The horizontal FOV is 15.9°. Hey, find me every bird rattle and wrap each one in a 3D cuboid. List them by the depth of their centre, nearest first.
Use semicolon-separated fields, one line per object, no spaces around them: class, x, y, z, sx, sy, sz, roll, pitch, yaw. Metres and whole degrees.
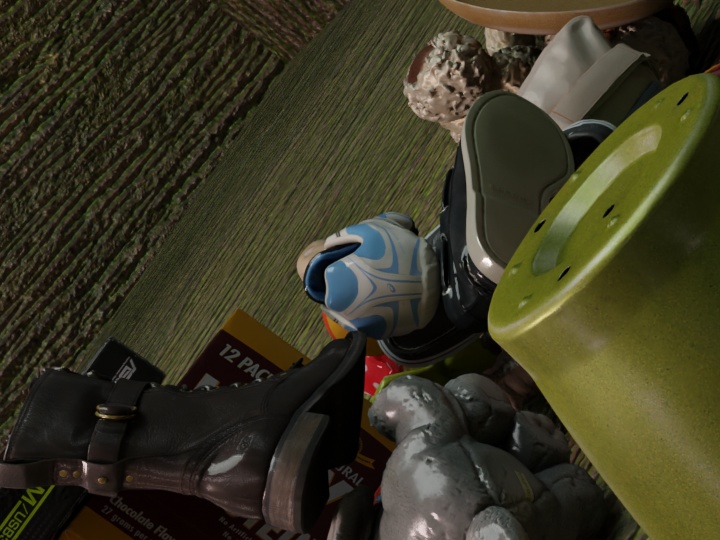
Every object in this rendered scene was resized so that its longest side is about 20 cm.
bird rattle;0.027;0.036;1.691;0.113;0.163;0.200;-44;15;0

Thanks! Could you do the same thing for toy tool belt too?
toy tool belt;0.140;-0.055;1.650;0.200;0.123;0.125;-61;2;-23

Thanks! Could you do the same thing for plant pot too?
plant pot;0.159;0.032;0.976;0.200;0.193;0.200;-48;9;11
plant pot;0.146;-0.210;1.851;0.200;0.028;0.200;-5;26;2

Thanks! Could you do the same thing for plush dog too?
plush dog;0.156;-0.132;1.857;0.172;0.161;0.200;-16;14;42

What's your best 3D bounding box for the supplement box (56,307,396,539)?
supplement box;-0.100;0.171;1.538;0.200;0.133;0.197;-54;-1;-42

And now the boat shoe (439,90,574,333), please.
boat shoe;0.078;-0.031;1.471;0.066;0.074;0.199;-57;18;32

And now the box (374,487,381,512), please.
box;0.000;0.198;1.536;0.200;0.039;0.137;-53;10;-17

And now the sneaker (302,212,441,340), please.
sneaker;0.000;0.000;1.508;0.200;0.072;0.072;-159;75;-83

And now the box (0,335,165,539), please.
box;-0.195;0.149;1.476;0.200;0.048;0.193;-55;-2;-23

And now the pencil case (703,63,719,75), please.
pencil case;0.170;-0.022;1.390;0.200;0.087;0.087;-57;3;43

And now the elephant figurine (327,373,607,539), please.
elephant figurine;0.027;0.164;1.343;0.155;0.142;0.200;4;-51;-53

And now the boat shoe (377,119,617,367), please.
boat shoe;0.082;-0.018;1.564;0.200;0.069;0.057;-45;-7;9

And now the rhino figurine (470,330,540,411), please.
rhino figurine;0.107;0.043;1.511;0.200;0.060;0.087;-44;5;-31

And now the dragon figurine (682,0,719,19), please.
dragon figurine;0.263;-0.234;1.738;0.200;0.059;0.099;103;-167;-50

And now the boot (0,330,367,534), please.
boot;-0.092;0.073;1.373;0.200;0.174;0.069;-56;-28;-66
